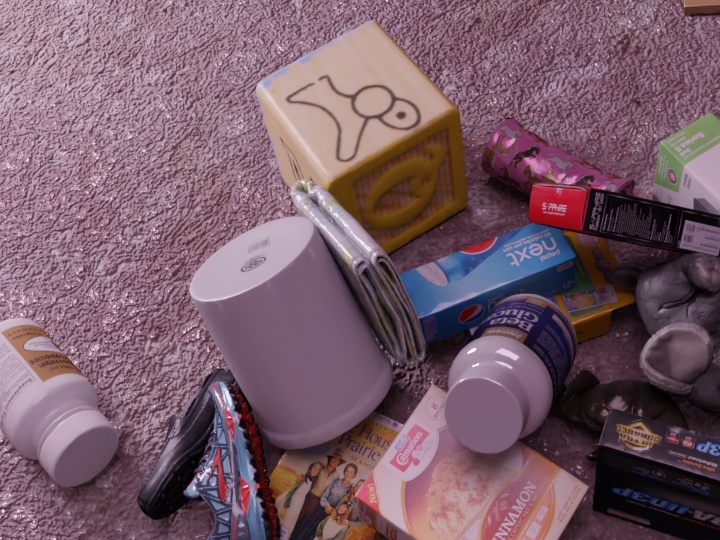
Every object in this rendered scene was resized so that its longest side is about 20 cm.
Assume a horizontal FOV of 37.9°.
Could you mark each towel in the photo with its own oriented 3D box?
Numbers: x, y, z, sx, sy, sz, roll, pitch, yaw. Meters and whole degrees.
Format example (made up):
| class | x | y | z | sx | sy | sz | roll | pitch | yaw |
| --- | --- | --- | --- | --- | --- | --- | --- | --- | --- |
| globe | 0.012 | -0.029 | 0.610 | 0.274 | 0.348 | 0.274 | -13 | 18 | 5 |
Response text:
| class | x | y | z | sx | sy | sz | roll | pitch | yaw |
| --- | --- | --- | --- | --- | --- | --- | --- | --- | --- |
| towel | 0.000 | 0.000 | 1.201 | 0.048 | 0.173 | 0.200 | -32 | 39 | -9 |

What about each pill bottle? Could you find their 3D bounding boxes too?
| class | x | y | z | sx | sy | sz | roll | pitch | yaw |
| --- | --- | --- | --- | --- | --- | --- | --- | --- | --- |
| pill bottle | -0.379 | 0.158 | 1.254 | 0.114 | 0.115 | 0.199 | -40 | 59 | -17 |
| pill bottle | 0.155 | 0.108 | 1.099 | 0.109 | 0.113 | 0.200 | 14 | 24 | 18 |

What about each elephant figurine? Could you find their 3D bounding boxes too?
| class | x | y | z | sx | sy | sz | roll | pitch | yaw |
| --- | --- | --- | --- | --- | --- | --- | --- | --- | --- |
| elephant figurine | 0.369 | 0.091 | 1.144 | 0.139 | 0.155 | 0.204 | 9 | 76 | -18 |

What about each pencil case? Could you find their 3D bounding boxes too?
| class | x | y | z | sx | sy | sz | roll | pitch | yaw |
| --- | --- | --- | --- | --- | --- | --- | --- | --- | --- |
| pencil case | 0.253 | -0.121 | 1.347 | 0.199 | 0.083 | 0.087 | 33 | 73 | 28 |

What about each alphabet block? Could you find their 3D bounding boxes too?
| class | x | y | z | sx | sy | sz | roll | pitch | yaw |
| --- | --- | --- | --- | --- | --- | --- | --- | --- | --- |
| alphabet block | 0.005 | -0.159 | 1.349 | 0.193 | 0.198 | 0.201 | -30 | 56 | -9 |

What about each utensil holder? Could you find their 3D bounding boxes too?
| class | x | y | z | sx | sy | sz | roll | pitch | yaw |
| --- | --- | --- | --- | --- | --- | --- | --- | --- | --- |
| utensil holder | -0.078 | 0.068 | 1.173 | 0.168 | 0.202 | 0.171 | -22 | 26 | 11 |

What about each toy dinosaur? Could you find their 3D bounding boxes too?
| class | x | y | z | sx | sy | sz | roll | pitch | yaw |
| --- | --- | --- | --- | --- | --- | --- | --- | --- | --- |
| toy dinosaur | 0.297 | 0.157 | 1.156 | 0.196 | 0.077 | 0.104 | 0 | 63 | 14 |

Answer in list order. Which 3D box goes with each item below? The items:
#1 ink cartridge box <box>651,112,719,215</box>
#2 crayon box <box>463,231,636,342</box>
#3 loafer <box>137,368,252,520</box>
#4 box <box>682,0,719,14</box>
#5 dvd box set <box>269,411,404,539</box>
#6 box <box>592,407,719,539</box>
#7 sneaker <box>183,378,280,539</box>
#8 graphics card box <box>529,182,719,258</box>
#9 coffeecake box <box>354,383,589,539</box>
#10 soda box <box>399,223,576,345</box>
| class | x | y | z | sx | sy | sz | roll | pitch | yaw |
| --- | --- | --- | --- | --- | --- | --- | --- | --- | --- |
| ink cartridge box | 0.438 | -0.060 | 1.232 | 0.083 | 0.146 | 0.201 | -28 | 55 | -11 |
| crayon box | 0.216 | 0.034 | 1.268 | 0.197 | 0.052 | 0.127 | -19 | 55 | -2 |
| loafer | -0.198 | 0.199 | 1.226 | 0.069 | 0.069 | 0.202 | 16 | 55 | 29 |
| box | 0.569 | -0.445 | 1.545 | 0.196 | 0.021 | 0.166 | -2 | 56 | 10 |
| dvd box set | -0.029 | 0.247 | 1.182 | 0.145 | 0.030 | 0.201 | 22 | 63 | 23 |
| box | 0.336 | 0.220 | 1.054 | 0.197 | 0.160 | 0.046 | 15 | 58 | 19 |
| sneaker | -0.154 | 0.216 | 1.149 | 0.094 | 0.080 | 0.203 | -17 | 63 | 2 |
| graphics card box | 0.302 | -0.056 | 1.172 | 0.197 | 0.125 | 0.052 | 9 | 94 | -20 |
| coffeecake box | 0.115 | 0.244 | 1.112 | 0.198 | 0.073 | 0.154 | 31 | 66 | 16 |
| soda box | 0.148 | 0.012 | 1.225 | 0.197 | 0.065 | 0.068 | -21 | 55 | -4 |
